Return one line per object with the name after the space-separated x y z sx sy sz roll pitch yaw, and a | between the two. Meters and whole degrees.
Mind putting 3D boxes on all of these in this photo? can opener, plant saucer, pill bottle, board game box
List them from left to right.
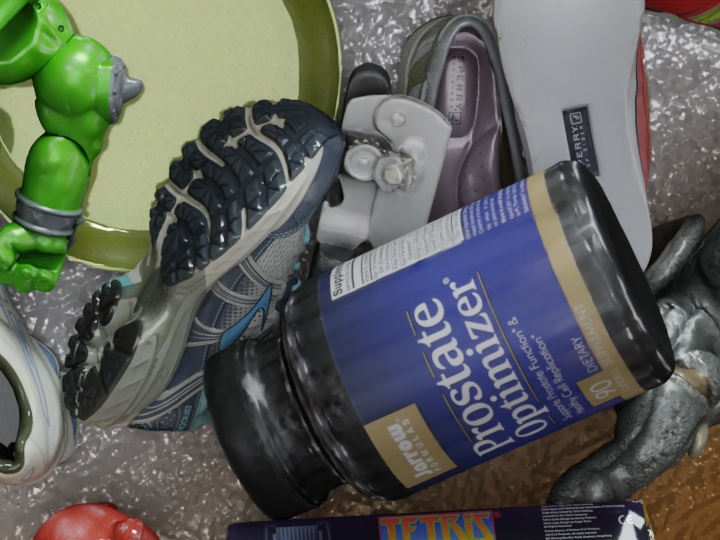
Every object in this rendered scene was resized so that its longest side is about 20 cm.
-0.109 -0.099 1.124 0.199 0.031 0.201 0 94 -6 | plant saucer
0.000 0.000 1.118 0.052 0.067 0.201 12 110 -4 | can opener
0.034 0.180 1.094 0.199 0.166 0.057 -2 54 -5 | board game box
0.034 0.038 1.038 0.199 0.112 0.112 -25 96 12 | pill bottle

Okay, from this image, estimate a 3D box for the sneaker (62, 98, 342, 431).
-0.063 0.000 1.092 0.086 0.078 0.200 19 123 -37 | sneaker

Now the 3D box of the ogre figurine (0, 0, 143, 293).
-0.189 -0.093 1.054 0.120 0.098 0.200 -43 81 9 | ogre figurine

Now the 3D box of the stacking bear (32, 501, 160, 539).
-0.158 0.210 1.108 0.113 0.121 0.201 30 82 -13 | stacking bear

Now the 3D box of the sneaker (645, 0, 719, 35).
0.185 -0.150 1.119 0.199 0.085 0.077 5 95 -5 | sneaker

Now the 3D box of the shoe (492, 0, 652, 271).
0.105 -0.093 1.098 0.071 0.091 0.201 -7 107 5 | shoe

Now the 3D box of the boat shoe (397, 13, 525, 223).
0.052 -0.027 1.126 0.074 0.065 0.203 0 94 -5 | boat shoe

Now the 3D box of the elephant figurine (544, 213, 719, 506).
0.176 0.026 1.117 0.200 0.155 0.142 -40 60 26 | elephant figurine

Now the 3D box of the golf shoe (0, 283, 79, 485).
-0.203 0.015 1.092 0.078 0.097 0.200 -34 95 0 | golf shoe
